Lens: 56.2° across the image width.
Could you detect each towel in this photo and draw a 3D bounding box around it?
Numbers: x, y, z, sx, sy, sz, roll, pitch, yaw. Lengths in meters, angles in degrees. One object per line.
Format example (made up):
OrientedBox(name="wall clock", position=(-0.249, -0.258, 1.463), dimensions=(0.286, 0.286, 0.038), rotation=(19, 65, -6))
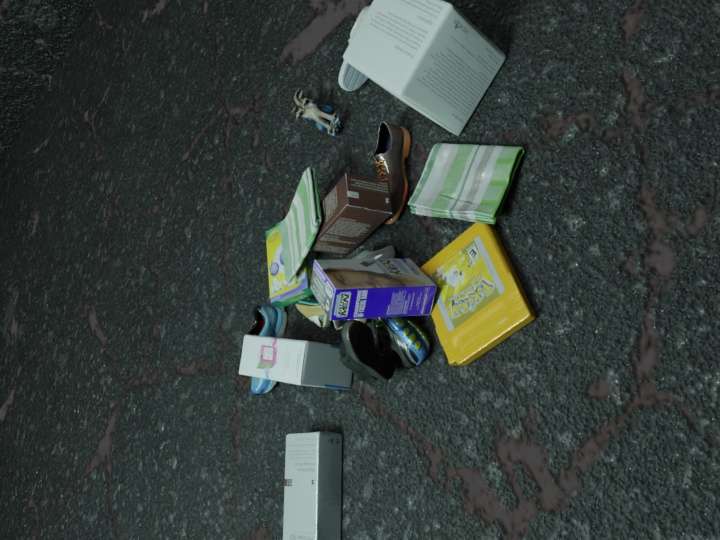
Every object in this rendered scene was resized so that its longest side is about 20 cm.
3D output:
OrientedBox(name="towel", position=(0.184, -0.163, 1.210), dimensions=(0.198, 0.030, 0.152), rotation=(12, 76, 47))
OrientedBox(name="towel", position=(-0.127, -0.093, 1.397), dimensions=(0.201, 0.023, 0.155), rotation=(126, 142, -48))

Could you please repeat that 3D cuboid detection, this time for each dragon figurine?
OrientedBox(name="dragon figurine", position=(-0.101, -0.361, 1.548), dimensions=(0.060, 0.098, 0.200), rotation=(-61, 27, 13))

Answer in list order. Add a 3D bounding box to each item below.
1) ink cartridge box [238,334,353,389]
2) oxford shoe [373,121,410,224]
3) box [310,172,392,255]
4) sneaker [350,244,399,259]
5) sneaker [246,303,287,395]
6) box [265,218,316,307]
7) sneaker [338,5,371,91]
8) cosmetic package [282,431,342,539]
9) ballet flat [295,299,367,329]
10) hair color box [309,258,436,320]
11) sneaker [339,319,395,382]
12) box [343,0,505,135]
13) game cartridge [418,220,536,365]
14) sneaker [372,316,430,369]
OrientedBox(name="ink cartridge box", position=(-0.129, 0.183, 1.355), dimensions=(0.197, 0.143, 0.087), rotation=(2, 80, 44))
OrientedBox(name="oxford shoe", position=(0.050, -0.195, 1.339), dimensions=(0.070, 0.072, 0.205), rotation=(-8, 73, 42))
OrientedBox(name="box", position=(-0.028, -0.106, 1.330), dimensions=(0.199, 0.098, 0.077), rotation=(-38, 51, 54))
OrientedBox(name="sneaker", position=(0.000, 0.000, 1.342), dimensions=(0.197, 0.074, 0.081), rotation=(-11, 60, 36))
OrientedBox(name="sneaker", position=(-0.224, 0.171, 1.491), dimensions=(0.077, 0.089, 0.205), rotation=(-7, 73, 42))
OrientedBox(name="box", position=(-0.154, -0.034, 1.508), dimensions=(0.116, 0.048, 0.205), rotation=(-22, 62, 31))
OrientedBox(name="sneaker", position=(0.002, -0.489, 1.486), dimensions=(0.070, 0.072, 0.203), rotation=(24, 86, 54))
OrientedBox(name="cosmetic package", position=(-0.092, 0.420, 1.301), dimensions=(0.100, 0.073, 0.205), rotation=(-16, 66, 41))
OrientedBox(name="ballet flat", position=(-0.062, 0.089, 1.376), dimensions=(0.197, 0.068, 0.065), rotation=(-5, 88, 45))
OrientedBox(name="hair color box", position=(0.021, 0.030, 1.184), dimensions=(0.109, 0.195, 0.066), rotation=(-131, 44, -53))
OrientedBox(name="sneaker", position=(-0.007, 0.148, 1.214), dimensions=(0.103, 0.200, 0.061), rotation=(9, 61, 39))
OrientedBox(name="box", position=(0.117, -0.393, 1.244), dimensions=(0.199, 0.198, 0.173), rotation=(44, 107, 41))
OrientedBox(name="game cartridge", position=(0.190, 0.040, 1.162), dimensions=(0.176, 0.032, 0.203), rotation=(-40, 51, 30))
OrientedBox(name="sneaker", position=(0.044, 0.100, 1.246), dimensions=(0.200, 0.070, 0.083), rotation=(48, 125, 24))
